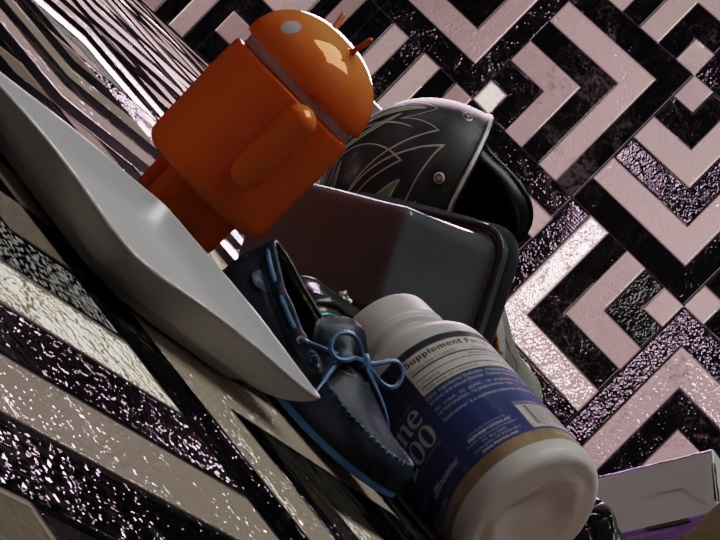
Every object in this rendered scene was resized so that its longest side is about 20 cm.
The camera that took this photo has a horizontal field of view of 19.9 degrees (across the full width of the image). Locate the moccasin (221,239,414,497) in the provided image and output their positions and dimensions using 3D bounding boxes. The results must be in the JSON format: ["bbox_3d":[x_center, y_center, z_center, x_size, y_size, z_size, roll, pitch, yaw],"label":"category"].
[{"bbox_3d":[-0.027,0.052,1.268,0.200,0.068,0.080,48,4,30],"label":"moccasin"}]

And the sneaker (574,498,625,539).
[{"bbox_3d":[0.207,0.269,1.721,0.080,0.075,0.200,57,5,-34],"label":"sneaker"}]

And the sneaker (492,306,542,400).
[{"bbox_3d":[0.111,0.086,1.731,0.075,0.092,0.202,6,-66,33],"label":"sneaker"}]

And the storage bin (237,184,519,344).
[{"bbox_3d":[0.000,0.000,1.653,0.199,0.147,0.134,15,-5,39],"label":"storage bin"}]

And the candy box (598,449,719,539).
[{"bbox_3d":[0.316,0.267,2.067,0.200,0.166,0.072,42,39,-48],"label":"candy box"}]

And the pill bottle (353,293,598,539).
[{"bbox_3d":[0.064,0.106,1.394,0.111,0.111,0.200,42,5,-48],"label":"pill bottle"}]

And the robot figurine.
[{"bbox_3d":[-0.072,-0.106,1.484,0.117,0.200,0.144,46,4,19],"label":"robot figurine"}]

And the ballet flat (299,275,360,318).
[{"bbox_3d":[0.000,0.062,1.522,0.200,0.073,0.073,40,6,-44],"label":"ballet flat"}]

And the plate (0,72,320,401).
[{"bbox_3d":[-0.126,-0.015,1.156,0.200,0.032,0.199,49,5,38],"label":"plate"}]

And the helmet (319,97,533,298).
[{"bbox_3d":[0.054,-0.054,1.833,0.191,0.199,0.200,55,0,-20],"label":"helmet"}]

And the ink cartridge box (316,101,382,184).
[{"bbox_3d":[0.014,-0.059,1.992,0.125,0.200,0.129,43,3,-23],"label":"ink cartridge box"}]

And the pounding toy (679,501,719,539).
[{"bbox_3d":[0.233,0.231,1.220,0.142,0.200,0.184,47,4,21],"label":"pounding toy"}]
